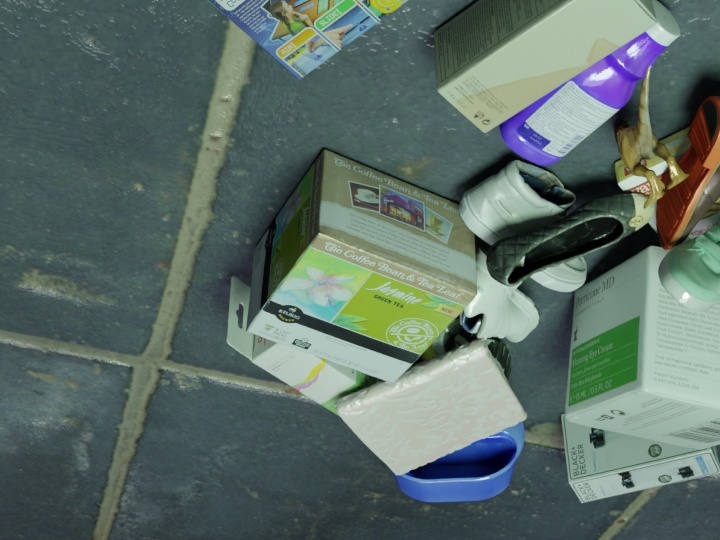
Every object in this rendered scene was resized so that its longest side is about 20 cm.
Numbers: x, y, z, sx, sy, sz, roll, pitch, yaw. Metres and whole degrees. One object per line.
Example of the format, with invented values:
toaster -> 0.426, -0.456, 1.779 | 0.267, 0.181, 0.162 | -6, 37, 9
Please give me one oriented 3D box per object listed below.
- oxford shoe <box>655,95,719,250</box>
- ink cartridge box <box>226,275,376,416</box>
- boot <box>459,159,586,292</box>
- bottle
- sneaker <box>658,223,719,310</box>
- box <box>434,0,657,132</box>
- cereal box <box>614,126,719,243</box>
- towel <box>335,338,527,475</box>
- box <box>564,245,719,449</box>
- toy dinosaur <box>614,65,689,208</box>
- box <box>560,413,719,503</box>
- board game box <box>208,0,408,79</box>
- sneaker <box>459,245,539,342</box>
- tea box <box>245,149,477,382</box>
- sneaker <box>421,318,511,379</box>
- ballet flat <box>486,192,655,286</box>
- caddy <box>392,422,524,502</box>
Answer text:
oxford shoe -> 0.363, -0.092, 1.203 | 0.072, 0.072, 0.201 | 1, 142, -12
ink cartridge box -> -0.070, 0.079, 1.435 | 0.067, 0.118, 0.199 | -32, 130, 30
boot -> 0.211, -0.049, 1.312 | 0.199, 0.074, 0.095 | 29, 132, -31
bottle -> 0.227, -0.188, 1.157 | 0.083, 0.066, 0.200 | 22, 135, -29
sneaker -> 0.389, -0.036, 1.204 | 0.200, 0.074, 0.119 | -26, 156, -43
box -> 0.169, -0.228, 1.093 | 0.199, 0.096, 0.078 | -29, 132, 33
cereal box -> 0.392, -0.080, 1.295 | 0.143, 0.040, 0.200 | -26, 132, 28
towel -> 0.094, 0.173, 1.458 | 0.199, 0.032, 0.191 | -25, 140, 10
box -> 0.371, 0.096, 1.355 | 0.198, 0.173, 0.199 | 14, 160, -12
toy dinosaur -> 0.276, -0.123, 1.150 | 0.060, 0.107, 0.200 | -35, 177, 1
box -> 0.383, 0.238, 1.603 | 0.198, 0.117, 0.060 | -17, 136, 21
board game box -> -0.032, -0.278, 1.085 | 0.199, 0.035, 0.135 | -29, 130, 31
sneaker -> 0.154, 0.044, 1.381 | 0.074, 0.087, 0.200 | 34, 172, 31
tea box -> 0.000, 0.000, 1.329 | 0.198, 0.134, 0.197 | 20, 135, -19
sneaker -> 0.128, 0.114, 1.514 | 0.090, 0.079, 0.200 | 5, 153, 37
ballet flat -> 0.232, -0.029, 1.263 | 0.198, 0.057, 0.067 | -22, 132, -4
caddy -> 0.125, 0.235, 1.590 | 0.198, 0.142, 0.105 | -4, 142, 5
